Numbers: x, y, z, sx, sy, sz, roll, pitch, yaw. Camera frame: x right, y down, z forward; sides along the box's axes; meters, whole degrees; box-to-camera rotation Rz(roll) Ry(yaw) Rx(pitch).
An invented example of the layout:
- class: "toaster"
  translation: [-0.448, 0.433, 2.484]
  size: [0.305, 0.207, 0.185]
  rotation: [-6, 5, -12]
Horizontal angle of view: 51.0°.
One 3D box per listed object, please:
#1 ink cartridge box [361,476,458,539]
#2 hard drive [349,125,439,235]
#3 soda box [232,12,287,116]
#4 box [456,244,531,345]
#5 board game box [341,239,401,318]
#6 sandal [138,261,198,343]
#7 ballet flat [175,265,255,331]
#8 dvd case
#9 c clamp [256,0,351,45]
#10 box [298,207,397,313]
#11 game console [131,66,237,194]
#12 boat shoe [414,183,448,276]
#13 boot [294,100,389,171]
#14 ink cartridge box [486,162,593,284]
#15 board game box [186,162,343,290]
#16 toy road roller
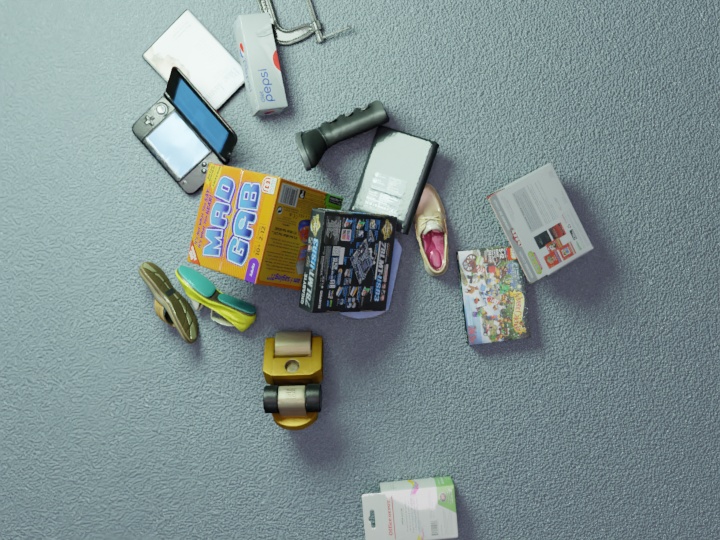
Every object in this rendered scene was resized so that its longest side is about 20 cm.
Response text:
- class: "ink cartridge box"
  translation: [0.104, 0.515, 1.619]
  size: [0.198, 0.067, 0.119]
  rotation: [-5, 92, 0]
- class: "hard drive"
  translation: [0.069, -0.193, 1.593]
  size: [0.138, 0.033, 0.202]
  rotation: [20, 93, 21]
- class: "soda box"
  translation: [-0.210, -0.431, 1.585]
  size: [0.068, 0.063, 0.202]
  rotation: [-12, 91, -22]
- class: "box"
  translation: [0.284, 0.050, 1.615]
  size: [0.135, 0.038, 0.202]
  rotation: [-7, 92, 1]
- class: "board game box"
  translation: [0.000, 0.000, 1.620]
  size: [0.156, 0.039, 0.202]
  rotation: [12, 91, 5]
- class: "sandal"
  translation: [-0.415, 0.074, 1.613]
  size: [0.054, 0.080, 0.201]
  rotation: [-37, 90, 17]
- class: "ballet flat"
  translation: [-0.319, 0.068, 1.617]
  size: [0.199, 0.067, 0.067]
  rotation: [30, 113, -2]
- class: "dvd case"
  translation: [-0.352, -0.437, 1.619]
  size: [0.143, 0.018, 0.200]
  rotation: [-44, 91, 1]
- class: "c clamp"
  translation: [-0.135, -0.571, 1.611]
  size: [0.169, 0.027, 0.202]
  rotation: [-24, 93, 7]
- class: "box"
  translation: [-0.021, -0.018, 1.505]
  size: [0.197, 0.049, 0.202]
  rotation: [0, 101, -42]
- class: "game console"
  translation: [-0.371, -0.287, 1.575]
  size: [0.172, 0.119, 0.200]
  rotation: [-42, 90, 2]
- class: "boat shoe"
  translation: [0.152, -0.088, 1.597]
  size: [0.073, 0.069, 0.202]
  rotation: [-13, 91, 2]
- class: "boot"
  translation: [-0.034, -0.281, 1.553]
  size: [0.198, 0.165, 0.066]
  rotation: [-18, 120, 1]
- class: "ink cartridge box"
  translation: [0.354, -0.091, 1.560]
  size: [0.174, 0.084, 0.202]
  rotation: [-27, 91, -20]
- class: "board game box"
  translation: [-0.187, -0.082, 1.500]
  size: [0.198, 0.199, 0.202]
  rotation: [15, 92, 36]
- class: "toy road roller"
  translation: [-0.139, 0.241, 1.604]
  size: [0.121, 0.147, 0.202]
  rotation: [-2, 55, 1]
